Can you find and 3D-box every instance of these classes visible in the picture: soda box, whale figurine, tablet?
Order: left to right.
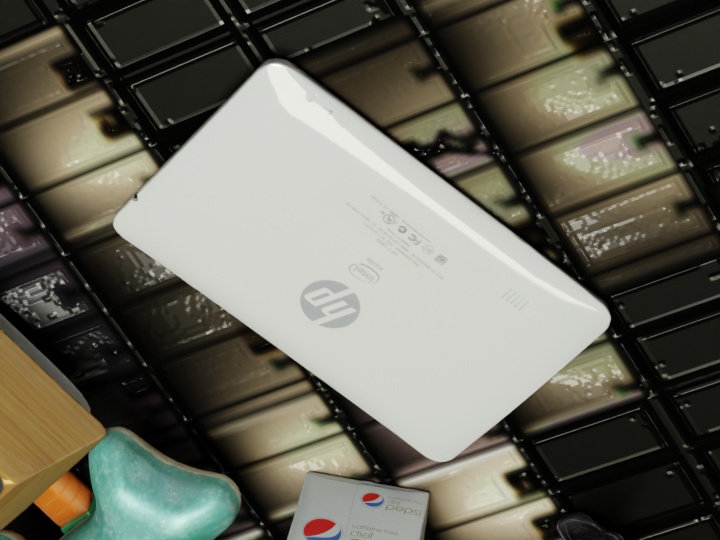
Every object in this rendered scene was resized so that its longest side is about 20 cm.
[{"bbox_3d":[-0.121,0.173,1.411,0.159,0.104,0.200,26,125,7],"label":"whale figurine"},{"bbox_3d":[-0.009,0.198,1.458,0.064,0.068,0.200,10,127,4],"label":"soda box"},{"bbox_3d":[0.000,0.000,1.342,0.200,0.014,0.130,37,126,-15],"label":"tablet"}]

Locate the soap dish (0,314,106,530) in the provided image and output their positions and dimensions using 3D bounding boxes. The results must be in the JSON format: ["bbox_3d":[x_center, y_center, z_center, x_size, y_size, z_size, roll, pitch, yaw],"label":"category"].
[{"bbox_3d":[-0.241,0.058,1.377,0.200,0.081,0.157,44,123,-8],"label":"soap dish"}]

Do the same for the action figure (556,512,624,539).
[{"bbox_3d":[0.111,0.221,1.431,0.119,0.102,0.200,-15,121,9],"label":"action figure"}]

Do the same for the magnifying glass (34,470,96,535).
[{"bbox_3d":[-0.126,0.131,1.466,0.080,0.022,0.200,-30,117,30],"label":"magnifying glass"}]
